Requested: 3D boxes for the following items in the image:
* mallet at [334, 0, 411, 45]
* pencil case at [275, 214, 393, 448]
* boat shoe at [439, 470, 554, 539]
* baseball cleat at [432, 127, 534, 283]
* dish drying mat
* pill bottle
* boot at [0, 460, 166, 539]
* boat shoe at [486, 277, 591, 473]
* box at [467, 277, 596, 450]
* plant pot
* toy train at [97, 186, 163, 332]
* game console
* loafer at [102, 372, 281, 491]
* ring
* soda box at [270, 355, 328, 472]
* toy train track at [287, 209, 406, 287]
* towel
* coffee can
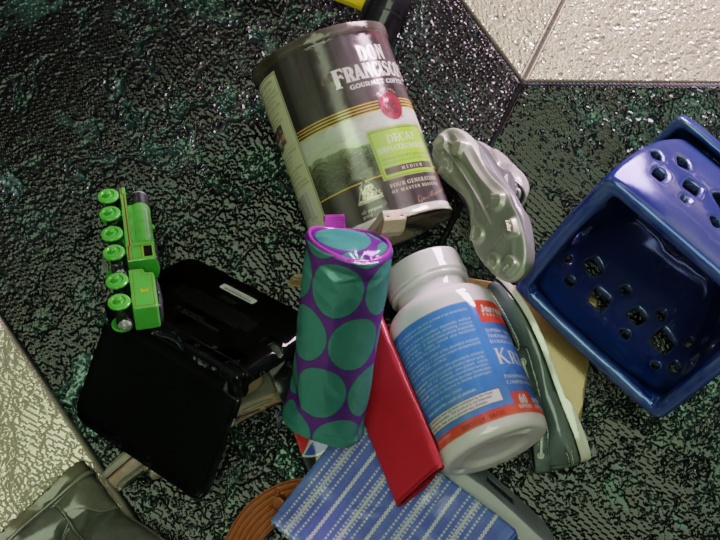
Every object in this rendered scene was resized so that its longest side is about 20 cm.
[{"bbox_3d":[-0.046,-0.291,1.396,0.198,0.041,0.067,16,85,9],"label":"mallet"},{"bbox_3d":[-0.024,0.059,1.201,0.084,0.093,0.202,2,115,-15],"label":"pencil case"},{"bbox_3d":[0.100,0.225,1.294,0.200,0.074,0.065,43,104,3],"label":"boat shoe"},{"bbox_3d":[0.144,-0.066,1.303,0.070,0.106,0.201,-48,48,32],"label":"baseball cleat"},{"bbox_3d":[0.023,0.116,1.244,0.018,0.077,0.202,2,54,-39],"label":"dish drying mat"},{"bbox_3d":[0.092,0.083,1.253,0.111,0.112,0.202,-21,67,-1],"label":"pill bottle"},{"bbox_3d":[-0.263,0.311,1.288,0.200,0.073,0.182,44,85,11],"label":"boot"},{"bbox_3d":[0.161,0.103,1.290,0.061,0.073,0.202,-23,82,0],"label":"boat shoe"},{"bbox_3d":[0.134,0.094,1.340,0.197,0.021,0.166,9,83,2],"label":"box"},{"bbox_3d":[0.300,-0.014,1.253,0.200,0.200,0.180,42,51,7],"label":"plant pot"},{"bbox_3d":[-0.229,-0.015,1.306,0.056,0.042,0.201,-8,43,-8],"label":"toy train"},{"bbox_3d":[-0.162,0.098,1.290,0.199,0.118,0.175,25,40,35],"label":"game console"},{"bbox_3d":[-0.166,0.163,1.318,0.199,0.072,0.063,-39,90,-7],"label":"loafer"},{"bbox_3d":[-0.046,0.301,1.259,0.198,0.019,0.203,-1,87,16],"label":"ring"},{"bbox_3d":[-0.036,0.149,1.312,0.063,0.071,0.202,-23,82,4],"label":"soda box"},{"bbox_3d":[0.000,0.000,1.271,0.113,0.200,0.033,-5,67,-24],"label":"toy train track"},{"bbox_3d":[0.032,0.241,1.225,0.199,0.024,0.145,36,68,12],"label":"towel"},{"bbox_3d":[-0.009,-0.126,1.313,0.145,0.146,0.202,-20,82,-1],"label":"coffee can"}]
